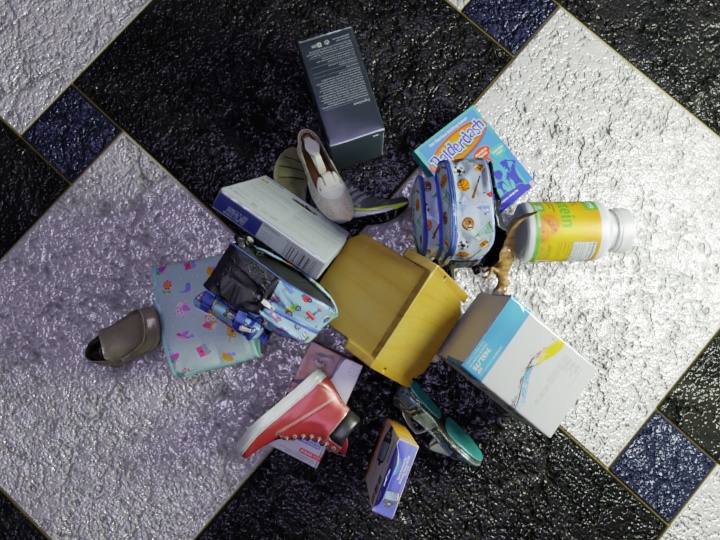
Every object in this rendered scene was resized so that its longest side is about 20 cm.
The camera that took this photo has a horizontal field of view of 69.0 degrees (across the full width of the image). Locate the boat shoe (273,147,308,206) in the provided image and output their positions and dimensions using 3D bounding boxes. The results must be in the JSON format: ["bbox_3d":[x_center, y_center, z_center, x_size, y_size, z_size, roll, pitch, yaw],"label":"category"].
[{"bbox_3d":[-0.139,-0.143,1.004,0.074,0.068,0.202,11,61,-16],"label":"boat shoe"}]

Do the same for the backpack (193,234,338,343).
[{"bbox_3d":[-0.140,0.049,0.837,0.199,0.183,0.135,32,85,-7],"label":"backpack"}]

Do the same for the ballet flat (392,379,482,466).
[{"bbox_3d":[0.137,0.292,0.971,0.074,0.074,0.200,-42,83,-4],"label":"ballet flat"}]

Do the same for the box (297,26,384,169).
[{"bbox_3d":[-0.034,-0.315,0.986,0.106,0.148,0.202,-18,84,-1],"label":"box"}]

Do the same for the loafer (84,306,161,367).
[{"bbox_3d":[-0.426,0.127,0.936,0.199,0.068,0.076,-34,70,32],"label":"loafer"}]

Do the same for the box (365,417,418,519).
[{"bbox_3d":[0.051,0.332,0.891,0.041,0.200,0.120,22,85,-3],"label":"box"}]

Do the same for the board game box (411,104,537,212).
[{"bbox_3d":[0.220,-0.196,1.024,0.152,0.045,0.201,-38,85,-3],"label":"board game box"}]

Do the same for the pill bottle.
[{"bbox_3d":[0.394,-0.073,0.977,0.198,0.111,0.112,-1,84,0],"label":"pill bottle"}]

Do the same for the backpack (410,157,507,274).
[{"bbox_3d":[0.162,-0.102,0.891,0.152,0.191,0.202,-8,79,-8],"label":"backpack"}]

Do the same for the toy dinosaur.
[{"bbox_3d":[0.265,-0.043,0.980,0.106,0.060,0.202,22,125,27],"label":"toy dinosaur"}]

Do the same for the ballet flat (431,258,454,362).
[{"bbox_3d":[0.141,0.072,0.990,0.066,0.057,0.202,5,85,1],"label":"ballet flat"}]

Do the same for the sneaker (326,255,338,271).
[{"bbox_3d":[0.000,0.000,0.998,0.200,0.076,0.091,43,79,-5],"label":"sneaker"}]

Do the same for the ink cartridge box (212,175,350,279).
[{"bbox_3d":[-0.122,-0.080,0.877,0.196,0.200,0.043,34,107,-1],"label":"ink cartridge box"}]

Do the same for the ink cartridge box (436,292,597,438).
[{"bbox_3d":[0.268,0.158,0.919,0.200,0.147,0.146,39,84,-6],"label":"ink cartridge box"}]

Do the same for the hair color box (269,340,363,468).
[{"bbox_3d":[-0.084,0.244,0.971,0.110,0.064,0.201,24,84,4],"label":"hair color box"}]

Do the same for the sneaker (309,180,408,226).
[{"bbox_3d":[-0.006,-0.134,1.008,0.198,0.074,0.082,-3,80,-2],"label":"sneaker"}]

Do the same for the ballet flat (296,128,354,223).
[{"bbox_3d":[-0.072,-0.176,0.966,0.067,0.062,0.201,-25,69,-10],"label":"ballet flat"}]

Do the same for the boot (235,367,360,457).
[{"bbox_3d":[-0.104,0.287,0.902,0.199,0.072,0.145,-38,86,-6],"label":"boot"}]

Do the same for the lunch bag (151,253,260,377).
[{"bbox_3d":[-0.276,0.083,0.961,0.169,0.122,0.202,-12,78,-2],"label":"lunch bag"}]

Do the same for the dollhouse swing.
[{"bbox_3d":[0.046,0.064,0.944,0.175,0.181,0.201,30,85,44],"label":"dollhouse swing"}]
